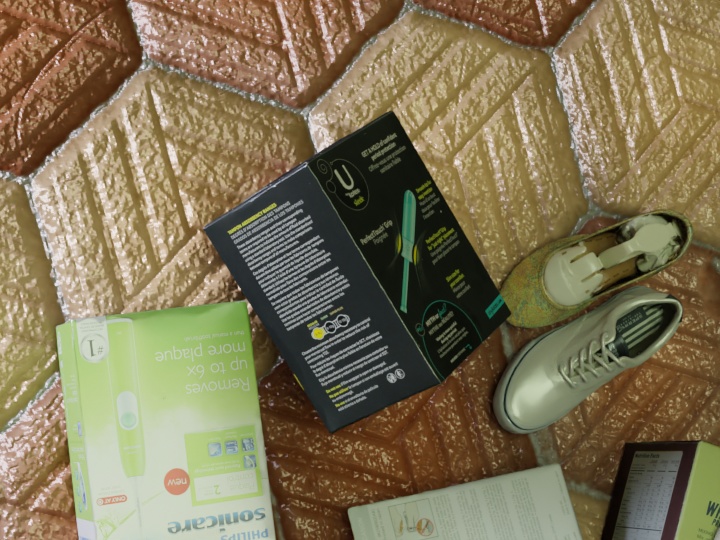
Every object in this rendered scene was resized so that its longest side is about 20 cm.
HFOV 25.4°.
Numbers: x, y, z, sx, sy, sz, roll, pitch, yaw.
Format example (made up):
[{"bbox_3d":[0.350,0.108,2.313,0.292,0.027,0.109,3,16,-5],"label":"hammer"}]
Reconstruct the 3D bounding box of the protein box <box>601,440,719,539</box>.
[{"bbox_3d":[0.324,0.274,1.411,0.198,0.135,0.201,20,78,-16],"label":"protein box"}]

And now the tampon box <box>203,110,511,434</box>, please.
[{"bbox_3d":[0.000,0.000,1.302,0.200,0.126,0.150,59,36,-4],"label":"tampon box"}]

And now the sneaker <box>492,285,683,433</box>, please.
[{"bbox_3d":[0.203,0.074,1.424,0.200,0.071,0.073,-38,97,-19],"label":"sneaker"}]

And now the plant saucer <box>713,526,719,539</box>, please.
[{"bbox_3d":[0.386,0.270,1.334,0.199,0.050,0.201,2,84,-20],"label":"plant saucer"}]

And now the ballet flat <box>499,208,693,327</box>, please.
[{"bbox_3d":[0.217,-0.007,1.441,0.199,0.071,0.071,-22,91,-20],"label":"ballet flat"}]

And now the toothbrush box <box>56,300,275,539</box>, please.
[{"bbox_3d":[-0.158,0.132,1.283,0.145,0.086,0.201,-5,87,-20],"label":"toothbrush box"}]

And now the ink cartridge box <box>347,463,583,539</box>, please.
[{"bbox_3d":[0.099,0.262,1.361,0.199,0.057,0.163,-11,71,-12],"label":"ink cartridge box"}]
